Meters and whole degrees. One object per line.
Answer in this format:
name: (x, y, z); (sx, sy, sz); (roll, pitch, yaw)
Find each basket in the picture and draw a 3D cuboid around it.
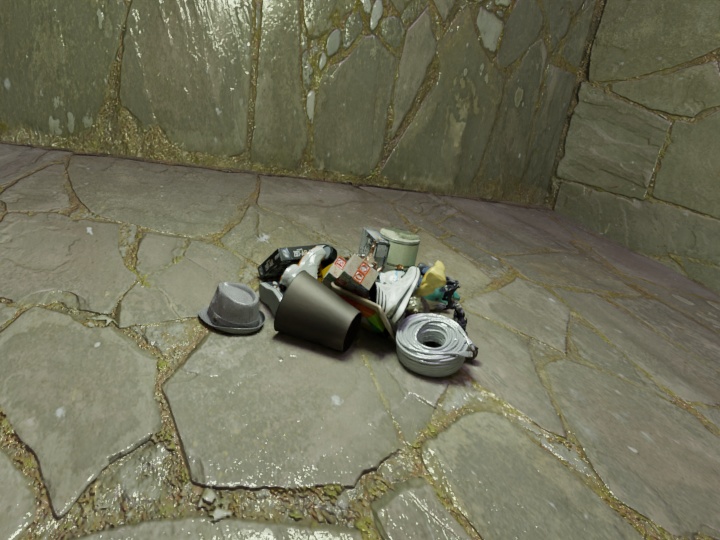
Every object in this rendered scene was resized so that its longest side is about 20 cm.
basket: (-0.105, 0.120, 1.515); (0.195, 0.184, 0.137); (23, -18, 15)

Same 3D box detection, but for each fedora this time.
fedora: (-0.344, 0.091, 1.543); (0.173, 0.093, 0.198); (-7, 25, -40)

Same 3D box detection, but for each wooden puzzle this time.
wooden puzzle: (0.011, 0.125, 1.577); (0.197, 0.187, 0.038); (28, 69, 35)

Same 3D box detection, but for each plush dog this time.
plush dog: (0.144, 0.092, 1.753); (0.170, 0.162, 0.199); (39, 25, 9)

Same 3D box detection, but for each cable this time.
cable: (0.189, 0.194, 1.513); (0.193, 0.071, 0.202); (-6, 34, -8)

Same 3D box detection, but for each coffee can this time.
coffee can: (0.116, -0.024, 1.933); (0.141, 0.207, 0.147); (10, 19, -3)

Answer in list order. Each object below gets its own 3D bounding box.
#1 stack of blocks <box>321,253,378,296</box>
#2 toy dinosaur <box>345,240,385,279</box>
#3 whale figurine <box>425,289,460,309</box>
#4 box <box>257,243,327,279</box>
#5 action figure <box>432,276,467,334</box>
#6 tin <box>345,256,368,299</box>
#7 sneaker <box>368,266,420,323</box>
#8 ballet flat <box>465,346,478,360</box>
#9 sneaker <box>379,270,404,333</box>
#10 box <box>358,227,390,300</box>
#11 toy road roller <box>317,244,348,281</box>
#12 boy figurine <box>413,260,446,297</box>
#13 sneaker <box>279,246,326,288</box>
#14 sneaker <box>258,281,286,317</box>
stack of blocks: (-0.033, 0.020, 1.583); (0.114, 0.059, 0.200); (36, -20, -4)
toy dinosaur: (0.000, 0.000, 1.682); (0.134, 0.201, 0.086); (-27, 70, -40)
whale figurine: (0.254, 0.063, 1.914); (0.195, 0.107, 0.159); (3, 22, -34)
box: (-0.218, -0.028, 1.867); (0.196, 0.045, 0.159); (-8, -18, -40)
action figure: (0.259, 0.125, 1.657); (0.098, 0.206, 0.120); (-11, 25, 3)
tin: (-0.016, 0.025, 1.866); (0.040, 0.116, 0.200); (3, 20, -20)
sneaker: (0.092, 0.040, 1.572); (0.113, 0.076, 0.203); (32, 48, -2)
ballet flat: (0.241, 0.207, 1.610); (0.195, 0.048, 0.067); (19, 1, 30)
sneaker: (0.107, 0.096, 1.643); (0.078, 0.207, 0.077); (-11, -20, 2)
box: (0.032, -0.020, 1.879); (0.047, 0.206, 0.159); (6, 19, -21)
toy road roller: (-0.099, 0.038, 1.785); (0.122, 0.144, 0.204); (36, 30, -46)
boy figurine: (0.194, 0.025, 1.624); (0.064, 0.125, 0.200); (39, -1, -6)
sneaker: (-0.153, 0.009, 1.683); (0.092, 0.076, 0.200); (42, 46, 6)
sneaker: (-0.231, 0.080, 1.654); (0.077, 0.081, 0.199); (-7, 24, -27)
